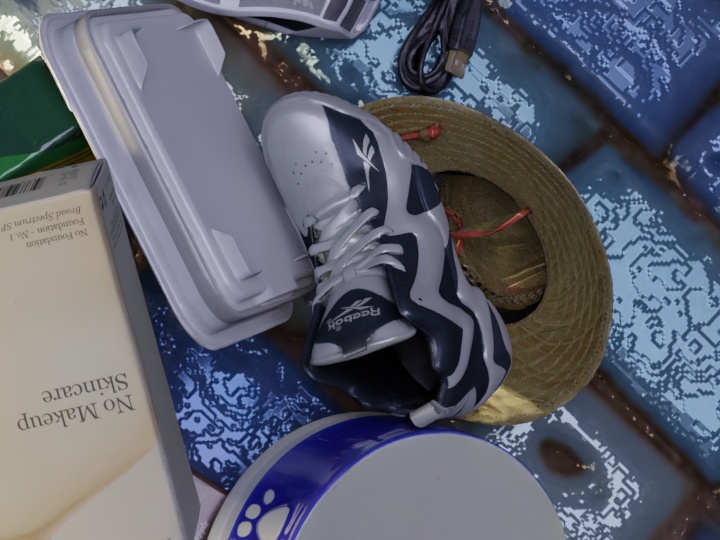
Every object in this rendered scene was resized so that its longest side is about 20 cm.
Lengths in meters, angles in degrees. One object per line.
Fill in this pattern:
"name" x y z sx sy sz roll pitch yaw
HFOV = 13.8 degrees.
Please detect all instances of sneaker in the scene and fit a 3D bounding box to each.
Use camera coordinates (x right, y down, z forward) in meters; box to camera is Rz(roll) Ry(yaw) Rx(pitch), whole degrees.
"sneaker" 0.000 0.000 1.587 0.079 0.130 0.199 -25 96 21

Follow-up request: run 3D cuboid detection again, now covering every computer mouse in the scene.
"computer mouse" -0.025 -0.171 1.709 0.200 0.044 0.110 12 86 -12

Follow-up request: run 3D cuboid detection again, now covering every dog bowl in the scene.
"dog bowl" 0.015 0.179 1.611 0.200 0.079 0.200 -3 95 -33

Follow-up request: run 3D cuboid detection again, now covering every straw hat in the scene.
"straw hat" 0.075 -0.020 1.676 0.201 0.201 0.085 55 39 1

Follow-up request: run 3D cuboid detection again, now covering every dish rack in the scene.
"dish rack" -0.089 -0.061 1.621 0.044 0.172 0.200 -27 88 18

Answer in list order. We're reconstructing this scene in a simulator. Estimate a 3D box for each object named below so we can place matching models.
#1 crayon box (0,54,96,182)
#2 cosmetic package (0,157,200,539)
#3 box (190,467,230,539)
"crayon box" -0.235 -0.022 1.615 0.200 0.127 0.051 -35 74 -9
"cosmetic package" -0.157 0.053 1.535 0.103 0.073 0.200 -14 104 5
"box" -0.151 0.130 1.639 0.200 0.075 0.100 32 80 -1
